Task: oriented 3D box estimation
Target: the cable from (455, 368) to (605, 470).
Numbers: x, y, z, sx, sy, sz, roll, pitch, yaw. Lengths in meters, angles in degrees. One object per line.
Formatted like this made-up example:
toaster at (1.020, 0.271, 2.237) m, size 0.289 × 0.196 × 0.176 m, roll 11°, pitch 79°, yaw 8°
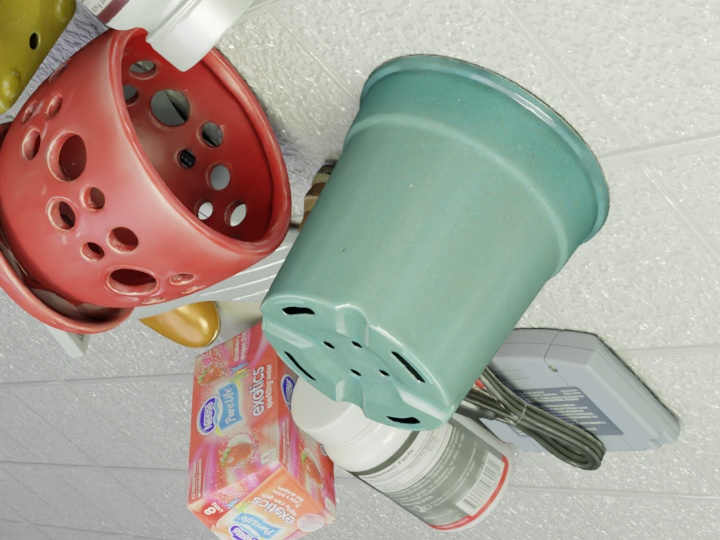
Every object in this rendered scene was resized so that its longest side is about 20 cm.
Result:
cable at (0.121, 0.103, 1.294) m, size 0.200 × 0.050 × 0.097 m, roll 20°, pitch 147°, yaw -2°

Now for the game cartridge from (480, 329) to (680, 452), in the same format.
game cartridge at (0.161, 0.104, 1.314) m, size 0.133 × 0.042 × 0.200 m, roll 48°, pitch 151°, yaw -21°

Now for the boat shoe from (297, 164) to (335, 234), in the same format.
boat shoe at (0.000, 0.000, 1.265) m, size 0.076 × 0.074 × 0.200 m, roll 11°, pitch 149°, yaw 38°

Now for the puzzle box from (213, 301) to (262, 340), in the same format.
puzzle box at (-0.054, 0.067, 1.502) m, size 0.200 × 0.025 × 0.133 m, roll 26°, pitch 153°, yaw 14°

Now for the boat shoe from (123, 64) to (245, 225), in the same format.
boat shoe at (-0.174, -0.103, 1.296) m, size 0.200 × 0.071 × 0.070 m, roll 38°, pitch 152°, yaw -26°

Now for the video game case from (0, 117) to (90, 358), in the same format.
video game case at (-0.308, -0.030, 1.495) m, size 0.018 × 0.143 × 0.200 m, roll -11°, pitch 137°, yaw 18°

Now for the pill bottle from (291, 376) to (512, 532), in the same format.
pill bottle at (0.037, 0.148, 1.406) m, size 0.200 × 0.114 × 0.114 m, roll 38°, pitch 156°, yaw -34°

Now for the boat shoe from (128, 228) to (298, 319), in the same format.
boat shoe at (-0.132, -0.014, 1.359) m, size 0.200 × 0.071 × 0.072 m, roll -9°, pitch 134°, yaw 3°

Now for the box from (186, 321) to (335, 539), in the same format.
box at (-0.092, 0.151, 1.416) m, size 0.103 × 0.200 × 0.095 m, roll -28°, pitch 125°, yaw 18°

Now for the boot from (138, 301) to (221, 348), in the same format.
boot at (-0.231, 0.002, 1.457) m, size 0.201 × 0.071 × 0.144 m, roll 41°, pitch -172°, yaw 13°

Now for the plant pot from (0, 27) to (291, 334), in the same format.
plant pot at (-0.179, -0.065, 1.149) m, size 0.182 × 0.201 × 0.200 m, roll -25°, pitch 123°, yaw 27°

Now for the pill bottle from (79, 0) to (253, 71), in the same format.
pill bottle at (-0.159, -0.230, 0.999) m, size 0.200 × 0.114 × 0.114 m, roll 41°, pitch 153°, yaw -16°

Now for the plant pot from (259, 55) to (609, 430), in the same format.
plant pot at (0.041, -0.009, 1.067) m, size 0.200 × 0.196 × 0.200 m, roll 25°, pitch 152°, yaw 14°

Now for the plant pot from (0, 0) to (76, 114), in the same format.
plant pot at (-0.334, -0.212, 1.157) m, size 0.200 × 0.196 × 0.194 m, roll 12°, pitch 148°, yaw 22°
